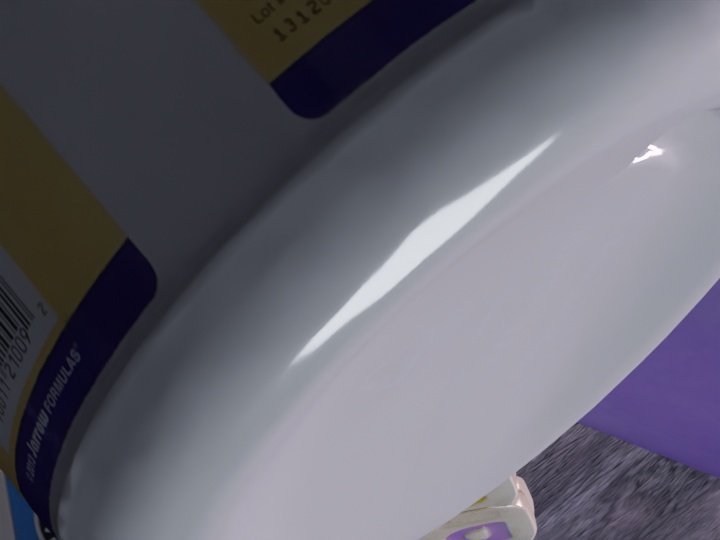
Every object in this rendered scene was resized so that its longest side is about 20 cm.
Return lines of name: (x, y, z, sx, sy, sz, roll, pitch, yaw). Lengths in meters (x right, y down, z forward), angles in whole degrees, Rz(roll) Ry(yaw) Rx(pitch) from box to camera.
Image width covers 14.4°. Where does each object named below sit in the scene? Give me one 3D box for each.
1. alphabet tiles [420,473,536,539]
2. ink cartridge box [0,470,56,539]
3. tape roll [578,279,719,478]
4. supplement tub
alphabet tiles: (-0.045, 0.089, 0.921, 0.200, 0.015, 0.196, -11, 160, 6)
ink cartridge box: (-0.130, 0.133, 0.694, 0.200, 0.148, 0.145, -9, 155, -8)
tape roll: (0.123, -0.039, 0.801, 0.200, 0.085, 0.200, -159, -90, -81)
supplement tub: (-0.038, -0.059, 0.459, 0.145, 0.200, 0.145, -36, 161, -14)
